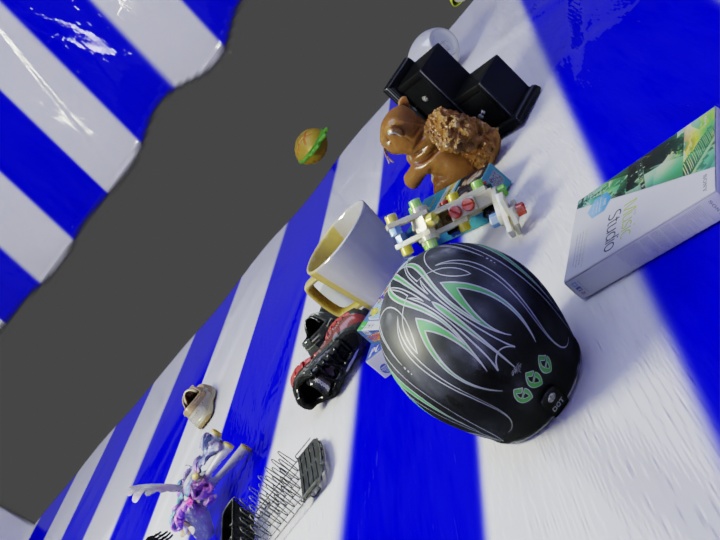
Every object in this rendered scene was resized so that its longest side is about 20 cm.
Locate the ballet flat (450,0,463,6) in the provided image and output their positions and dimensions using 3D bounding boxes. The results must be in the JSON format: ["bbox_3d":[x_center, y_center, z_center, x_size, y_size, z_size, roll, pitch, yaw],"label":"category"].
[{"bbox_3d":[0.324,-0.846,2.539,0.200,0.066,0.068,-37,42,52],"label":"ballet flat"}]

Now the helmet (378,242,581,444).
[{"bbox_3d":[0.113,0.067,0.899,0.200,0.190,0.201,-46,17,19],"label":"helmet"}]

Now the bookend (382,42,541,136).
[{"bbox_3d":[0.178,-0.321,1.543,0.199,0.198,0.093,-24,29,58],"label":"bookend"}]

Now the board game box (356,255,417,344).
[{"bbox_3d":[0.077,0.037,1.193,0.136,0.034,0.199,-55,14,-17],"label":"board game box"}]

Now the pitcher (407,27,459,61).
[{"bbox_3d":[0.183,-0.525,2.162,0.171,0.121,0.200,-43,-2,-27],"label":"pitcher"}]

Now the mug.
[{"bbox_3d":[0.006,-0.008,1.448,0.151,0.152,0.186,-59,16,-21],"label":"mug"}]

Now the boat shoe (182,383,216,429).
[{"bbox_3d":[-0.392,0.309,2.076,0.074,0.069,0.200,-52,16,2],"label":"boat shoe"}]

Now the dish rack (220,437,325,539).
[{"bbox_3d":[-0.127,0.334,1.280,0.201,0.054,0.154,-51,16,6],"label":"dish rack"}]

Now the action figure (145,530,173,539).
[{"bbox_3d":[-0.286,0.502,1.294,0.118,0.101,0.204,26,119,47],"label":"action figure"}]

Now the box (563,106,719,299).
[{"bbox_3d":[0.307,-0.070,0.927,0.199,0.036,0.146,-37,22,43],"label":"box"}]

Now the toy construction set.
[{"bbox_3d":[0.141,-0.080,1.238,0.196,0.094,0.131,-9,-2,20],"label":"toy construction set"}]

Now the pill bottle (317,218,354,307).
[{"bbox_3d":[-0.021,-0.010,1.609,0.113,0.112,0.201,-43,18,29],"label":"pill bottle"}]

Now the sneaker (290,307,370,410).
[{"bbox_3d":[-0.045,0.150,1.410,0.201,0.070,0.098,-50,15,19],"label":"sneaker"}]

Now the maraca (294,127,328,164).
[{"bbox_3d":[-0.160,-0.421,2.918,0.139,0.106,0.199,-63,17,-11],"label":"maraca"}]

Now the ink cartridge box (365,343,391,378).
[{"bbox_3d":[0.092,0.064,1.245,0.200,0.044,0.095,-42,17,36],"label":"ink cartridge box"}]

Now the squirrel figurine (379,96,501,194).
[{"bbox_3d":[0.132,-0.224,1.488,0.199,0.186,0.143,-32,25,52],"label":"squirrel figurine"}]

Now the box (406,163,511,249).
[{"bbox_3d":[0.155,-0.099,1.407,0.199,0.049,0.083,-26,31,59],"label":"box"}]

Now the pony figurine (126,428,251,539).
[{"bbox_3d":[-0.288,0.383,1.519,0.202,0.165,0.193,-57,-16,-6],"label":"pony figurine"}]

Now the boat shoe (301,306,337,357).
[{"bbox_3d":[-0.068,0.099,1.601,0.072,0.067,0.201,-47,15,23],"label":"boat shoe"}]
